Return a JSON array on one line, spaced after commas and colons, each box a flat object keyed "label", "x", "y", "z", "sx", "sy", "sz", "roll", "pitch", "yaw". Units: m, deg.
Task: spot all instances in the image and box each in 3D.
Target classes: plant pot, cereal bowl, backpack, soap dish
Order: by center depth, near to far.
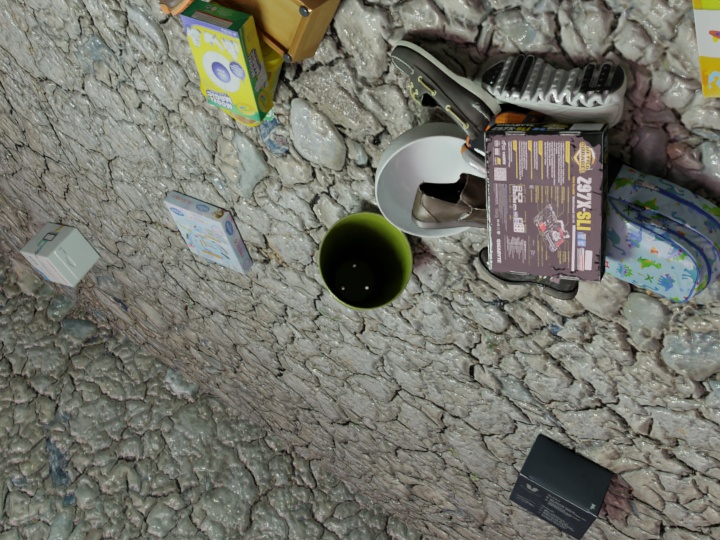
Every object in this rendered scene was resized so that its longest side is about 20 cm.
[{"label": "backpack", "x": 0.403, "y": -0.049, "z": 1.045, "sx": 0.196, "sy": 0.156, "sz": 0.165, "roll": 16, "pitch": 142, "yaw": 10}, {"label": "soap dish", "x": -0.133, "y": -0.418, "z": 1.129, "sx": 0.199, "sy": 0.082, "sz": 0.157, "roll": 38, "pitch": 152, "yaw": -4}, {"label": "cereal bowl", "x": 0.119, "y": -0.154, "z": 1.207, "sx": 0.195, "sy": 0.084, "sz": 0.203, "roll": 2, "pitch": 135, "yaw": 2}, {"label": "plant pot", "x": 0.000, "y": 0.000, "z": 1.540, "sx": 0.185, "sy": 0.189, "sz": 0.200, "roll": 34, "pitch": 167, "yaw": 1}]

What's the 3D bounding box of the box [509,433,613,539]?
[{"label": "box", "x": 0.478, "y": 0.522, "z": 1.824, "sx": 0.194, "sy": 0.118, "sz": 0.202, "roll": 26, "pitch": 152, "yaw": 18}]

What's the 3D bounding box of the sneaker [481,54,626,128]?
[{"label": "sneaker", "x": 0.251, "y": -0.230, "z": 1.001, "sx": 0.197, "sy": 0.076, "sz": 0.081, "roll": 18, "pitch": 156, "yaw": 32}]

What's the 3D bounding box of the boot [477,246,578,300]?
[{"label": "boot", "x": 0.293, "y": -0.044, "z": 1.245, "sx": 0.196, "sy": 0.070, "sz": 0.176, "roll": 18, "pitch": 145, "yaw": 16}]

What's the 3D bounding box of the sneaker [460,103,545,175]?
[{"label": "sneaker", "x": 0.245, "y": -0.160, "z": 1.066, "sx": 0.197, "sy": 0.078, "sz": 0.113, "roll": 31, "pitch": 121, "yaw": 1}]

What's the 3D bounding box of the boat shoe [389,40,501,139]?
[{"label": "boat shoe", "x": 0.106, "y": -0.257, "z": 1.071, "sx": 0.201, "sy": 0.061, "sz": 0.071, "roll": 42, "pitch": -174, "yaw": 30}]

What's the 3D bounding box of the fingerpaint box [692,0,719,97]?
[{"label": "fingerpaint box", "x": 0.437, "y": -0.258, "z": 0.738, "sx": 0.197, "sy": 0.074, "sz": 0.168, "roll": 10, "pitch": 142, "yaw": 40}]

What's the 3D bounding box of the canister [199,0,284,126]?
[{"label": "canister", "x": -0.205, "y": -0.354, "z": 1.303, "sx": 0.147, "sy": 0.087, "sz": 0.200, "roll": 35, "pitch": 154, "yaw": 0}]

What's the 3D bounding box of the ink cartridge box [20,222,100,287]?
[{"label": "ink cartridge box", "x": -1.035, "y": -0.056, "z": 2.620, "sx": 0.197, "sy": 0.147, "sz": 0.148, "roll": 10, "pitch": 143, "yaw": 40}]

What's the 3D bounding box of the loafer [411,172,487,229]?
[{"label": "loafer", "x": 0.171, "y": -0.107, "z": 1.140, "sx": 0.195, "sy": 0.074, "sz": 0.072, "roll": -8, "pitch": 132, "yaw": 6}]

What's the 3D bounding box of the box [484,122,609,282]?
[{"label": "box", "x": 0.249, "y": -0.092, "z": 1.018, "sx": 0.156, "sy": 0.049, "sz": 0.205, "roll": 5, "pitch": 114, "yaw": 27}]

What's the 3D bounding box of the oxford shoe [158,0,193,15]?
[{"label": "oxford shoe", "x": -0.299, "y": -0.462, "z": 1.224, "sx": 0.199, "sy": 0.071, "sz": 0.074, "roll": 23, "pitch": 149, "yaw": 56}]

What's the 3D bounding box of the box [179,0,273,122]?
[{"label": "box", "x": -0.207, "y": -0.321, "z": 1.210, "sx": 0.115, "sy": 0.049, "sz": 0.202, "roll": 22, "pitch": 150, "yaw": 22}]

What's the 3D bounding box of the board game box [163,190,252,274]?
[{"label": "board game box", "x": -0.387, "y": -0.096, "z": 1.943, "sx": 0.197, "sy": 0.041, "sz": 0.201, "roll": 21, "pitch": 149, "yaw": 27}]
